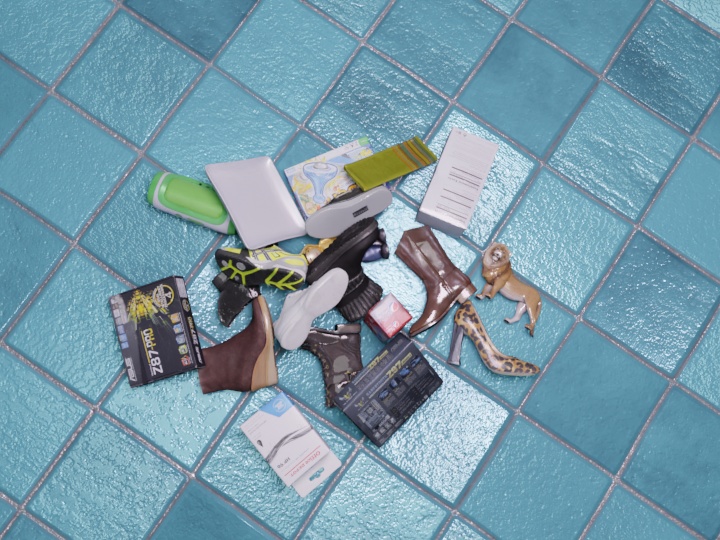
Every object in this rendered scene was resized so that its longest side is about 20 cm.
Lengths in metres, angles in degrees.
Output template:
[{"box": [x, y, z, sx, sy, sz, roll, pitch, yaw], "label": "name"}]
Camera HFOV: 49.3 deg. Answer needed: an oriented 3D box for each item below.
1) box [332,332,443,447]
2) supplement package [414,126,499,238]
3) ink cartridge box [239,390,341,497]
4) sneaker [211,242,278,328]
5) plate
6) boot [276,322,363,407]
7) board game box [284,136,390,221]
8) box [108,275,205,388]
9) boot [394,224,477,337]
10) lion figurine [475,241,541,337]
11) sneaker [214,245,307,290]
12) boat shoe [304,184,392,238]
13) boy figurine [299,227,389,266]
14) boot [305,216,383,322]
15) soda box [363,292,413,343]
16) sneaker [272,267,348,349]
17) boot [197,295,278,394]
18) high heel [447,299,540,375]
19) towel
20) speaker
[{"box": [0.060, 0.247, 1.615, 0.200, 0.051, 0.158, -45, 130, -8], "label": "box"}, {"box": [0.207, -0.187, 1.700, 0.109, 0.114, 0.200, 22, 82, 1], "label": "supplement package"}, {"box": [-0.142, 0.362, 1.623, 0.116, 0.068, 0.200, -40, 86, -7], "label": "ink cartridge box"}, {"box": [-0.236, 0.024, 1.676, 0.200, 0.060, 0.104, -37, 86, -4], "label": "sneaker"}, {"box": [-0.222, -0.142, 1.661, 0.032, 0.200, 0.200, -34, 82, 36], "label": "plate"}, {"box": [-0.072, 0.203, 1.653, 0.200, 0.069, 0.174, -5, 87, 1], "label": "boot"}, {"box": [-0.051, -0.195, 1.727, 0.200, 0.034, 0.135, -24, 83, -6], "label": "board game box"}, {"box": [-0.424, 0.127, 1.634, 0.161, 0.049, 0.200, -17, 82, 14], "label": "box"}, {"box": [0.124, 0.019, 1.694, 0.186, 0.064, 0.200, -38, 83, -8], "label": "boot"}, {"box": [0.332, 0.040, 1.703, 0.200, 0.072, 0.123, 42, 69, -11], "label": "lion figurine"}, {"box": [-0.203, -0.014, 1.624, 0.200, 0.075, 0.076, 14, 47, 9], "label": "sneaker"}, {"box": [-0.031, -0.131, 1.672, 0.200, 0.064, 0.071, -23, 128, -12], "label": "boat shoe"}, {"box": [-0.042, -0.047, 1.693, 0.200, 0.064, 0.124, -9, 85, -7], "label": "boy figurine"}, {"box": [0.000, -0.001, 1.632, 0.158, 0.079, 0.211, 41, 116, -19], "label": "boot"}, {"box": [0.054, 0.100, 1.605, 0.063, 0.200, 0.070, -41, 85, -7], "label": "soda box"}, {"box": [-0.111, 0.061, 1.596, 0.200, 0.075, 0.088, -49, 45, 7], "label": "sneaker"}, {"box": [-0.262, 0.158, 1.636, 0.166, 0.072, 0.200, -5, 94, -2], "label": "boot"}, {"box": [0.293, 0.146, 1.674, 0.200, 0.071, 0.143, 11, 87, 8], "label": "high heel"}, {"box": [0.067, -0.234, 1.701, 0.200, 0.018, 0.086, -25, 55, -25], "label": "towel"}, {"box": [-0.349, -0.144, 1.680, 0.200, 0.088, 0.089, 20, 81, 0], "label": "speaker"}]
